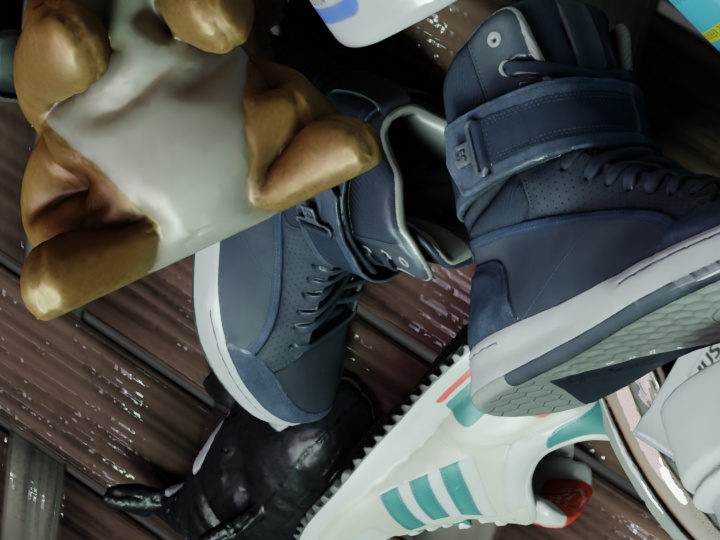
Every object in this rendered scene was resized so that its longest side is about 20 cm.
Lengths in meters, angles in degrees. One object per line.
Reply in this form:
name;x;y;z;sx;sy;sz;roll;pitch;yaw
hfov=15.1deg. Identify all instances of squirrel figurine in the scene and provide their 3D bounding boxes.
squirrel figurine;-0.090;-0.098;1.046;0.200;0.141;0.187;-52;-64;-86

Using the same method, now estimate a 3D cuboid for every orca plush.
orca plush;-0.070;0.109;1.337;0.200;0.071;0.105;-12;114;48

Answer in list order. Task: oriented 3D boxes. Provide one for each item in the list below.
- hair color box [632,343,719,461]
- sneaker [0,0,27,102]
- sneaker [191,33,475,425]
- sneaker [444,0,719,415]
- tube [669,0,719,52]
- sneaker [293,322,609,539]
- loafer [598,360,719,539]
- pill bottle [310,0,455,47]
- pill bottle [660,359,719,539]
hair color box;0.214;0.071;1.013;0.200;0.060;0.100;32;97;18
sneaker;-0.127;-0.092;1.191;0.069;0.099;0.201;-8;117;48
sneaker;-0.001;0.000;1.175;0.146;0.077;0.203;19;133;34
sneaker;0.102;-0.042;0.982;0.202;0.077;0.147;-24;64;48
tube;0.188;-0.055;0.981;0.200;0.050;0.077;45;158;-4
sneaker;0.047;0.094;1.206;0.093;0.070;0.200;40;131;0
loafer;0.133;0.043;1.098;0.063;0.072;0.200;-28;99;44
pill bottle;-0.014;-0.193;0.989;0.114;0.114;0.200;-20;108;49
pill bottle;0.177;0.124;0.927;0.114;0.114;0.201;-47;56;52
